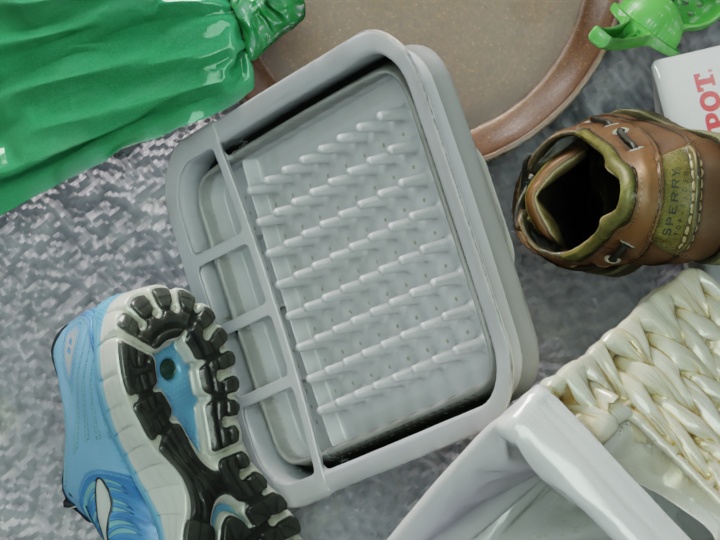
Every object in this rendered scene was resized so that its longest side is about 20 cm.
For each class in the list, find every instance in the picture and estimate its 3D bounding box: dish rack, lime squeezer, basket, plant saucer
[{"bbox_3d":[0.000,0.000,1.268,0.043,0.200,0.173,-12,81,-37],"label":"dish rack"},{"bbox_3d":[0.143,-0.121,1.294,0.038,0.071,0.200,52,48,-2],"label":"lime squeezer"},{"bbox_3d":[0.108,0.106,1.216,0.136,0.200,0.123,45,60,5],"label":"basket"},{"bbox_3d":[0.022,-0.140,1.336,0.199,0.034,0.202,0,86,4],"label":"plant saucer"}]

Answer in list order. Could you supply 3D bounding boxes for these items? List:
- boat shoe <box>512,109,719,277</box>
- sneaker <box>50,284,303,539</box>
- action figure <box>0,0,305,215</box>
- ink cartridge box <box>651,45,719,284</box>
[{"bbox_3d":[0.097,-0.035,1.234,0.068,0.200,0.073,2,87,-19],"label":"boat shoe"},{"bbox_3d":[-0.084,0.105,1.310,0.078,0.090,0.201,-19,99,-40],"label":"sneaker"},{"bbox_3d":[-0.116,-0.088,1.316,0.199,0.055,0.119,-16,85,17],"label":"action figure"},{"bbox_3d":[0.234,-0.032,1.259,0.199,0.084,0.147,-13,57,3],"label":"ink cartridge box"}]
